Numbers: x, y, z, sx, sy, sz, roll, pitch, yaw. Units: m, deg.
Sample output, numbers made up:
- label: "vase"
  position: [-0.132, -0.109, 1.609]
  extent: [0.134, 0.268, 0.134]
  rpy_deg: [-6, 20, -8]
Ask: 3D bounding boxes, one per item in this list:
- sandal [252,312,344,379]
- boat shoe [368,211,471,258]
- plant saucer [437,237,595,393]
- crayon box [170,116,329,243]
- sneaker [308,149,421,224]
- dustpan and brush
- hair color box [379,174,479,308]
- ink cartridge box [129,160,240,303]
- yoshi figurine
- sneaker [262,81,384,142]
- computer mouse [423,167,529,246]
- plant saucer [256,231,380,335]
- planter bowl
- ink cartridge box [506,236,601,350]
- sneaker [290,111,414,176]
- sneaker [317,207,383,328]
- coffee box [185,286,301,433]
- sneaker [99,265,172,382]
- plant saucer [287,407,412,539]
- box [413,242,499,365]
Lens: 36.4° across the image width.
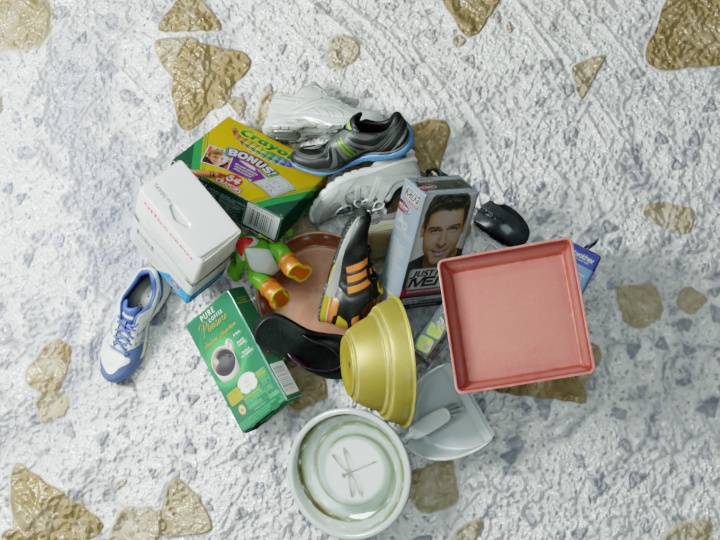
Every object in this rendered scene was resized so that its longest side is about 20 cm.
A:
- label: "sandal"
  position: [-0.073, 0.127, 1.680]
  extent: [0.200, 0.048, 0.075]
  rpy_deg: [21, 108, -27]
- label: "boat shoe"
  position: [0.074, -0.067, 1.736]
  extent: [0.199, 0.072, 0.065]
  rpy_deg: [-10, 48, -6]
- label: "plant saucer"
  position: [0.223, 0.067, 1.580]
  extent: [0.199, 0.037, 0.201]
  rpy_deg: [-10, 76, 11]
- label: "crayon box"
  position: [-0.174, -0.147, 1.733]
  extent: [0.200, 0.058, 0.173]
  rpy_deg: [28, 40, 9]
- label: "sneaker"
  position: [0.011, -0.120, 1.749]
  extent: [0.200, 0.075, 0.082]
  rpy_deg: [-28, 77, 0]
- label: "dustpan and brush"
  position: [0.088, 0.247, 1.685]
  extent: [0.200, 0.057, 0.140]
  rpy_deg: [-36, 76, 29]
- label: "hair color box"
  position: [0.101, -0.042, 1.662]
  extent: [0.099, 0.201, 0.061]
  rpy_deg: [-6, 34, -31]
- label: "ink cartridge box"
  position: [-0.269, -0.055, 1.663]
  extent: [0.084, 0.200, 0.146]
  rpy_deg: [-39, 85, -25]
- label: "yoshi figurine"
  position: [-0.166, -0.027, 1.729]
  extent: [0.112, 0.112, 0.200]
  rpy_deg: [-25, 54, -38]
- label: "sneaker"
  position: [-0.059, -0.264, 1.784]
  extent: [0.199, 0.078, 0.100]
  rpy_deg: [2, 73, 3]
- label: "computer mouse"
  position: [0.184, -0.104, 1.751]
  extent: [0.200, 0.034, 0.059]
  rpy_deg: [33, 86, 11]
- label: "plant saucer"
  position: [-0.067, 0.038, 1.754]
  extent: [0.200, 0.032, 0.201]
  rpy_deg: [-1, 80, 7]
- label: "planter bowl"
  position: [0.018, 0.138, 1.629]
  extent: [0.083, 0.200, 0.201]
  rpy_deg: [-4, 79, -12]
- label: "ink cartridge box"
  position: [0.296, 0.033, 1.663]
  extent: [0.076, 0.136, 0.200]
  rpy_deg: [26, 84, 9]
- label: "sneaker"
  position: [-0.017, -0.206, 1.723]
  extent: [0.199, 0.083, 0.071]
  rpy_deg: [-13, 35, 11]
- label: "sneaker"
  position: [0.000, 0.000, 1.677]
  extent: [0.090, 0.070, 0.201]
  rpy_deg: [18, 115, -3]
- label: "coffee box"
  position: [-0.183, 0.138, 1.713]
  extent: [0.123, 0.044, 0.200]
  rpy_deg: [-40, 75, 35]
- label: "sneaker"
  position: [-0.373, 0.082, 1.750]
  extent: [0.075, 0.088, 0.201]
  rpy_deg: [20, 84, 7]
- label: "plant saucer"
  position: [-0.012, 0.308, 1.679]
  extent: [0.199, 0.050, 0.201]
  rpy_deg: [0, 90, 19]
- label: "box"
  position: [0.152, 0.054, 1.688]
  extent: [0.035, 0.110, 0.200]
  rpy_deg: [38, 85, 11]
